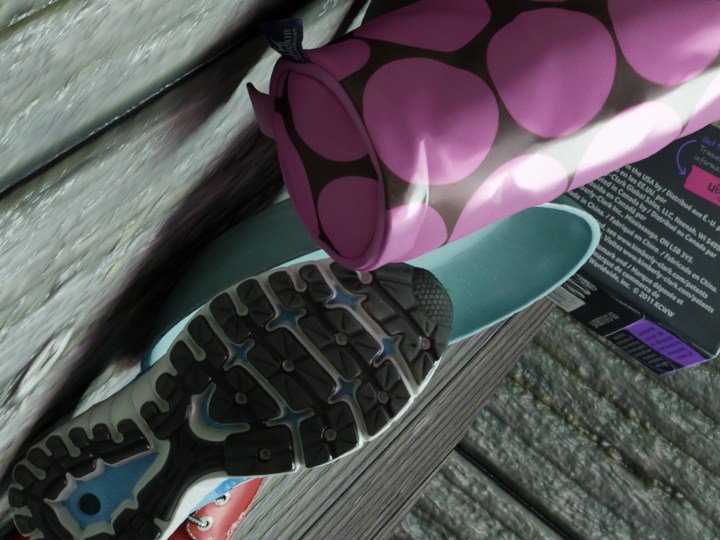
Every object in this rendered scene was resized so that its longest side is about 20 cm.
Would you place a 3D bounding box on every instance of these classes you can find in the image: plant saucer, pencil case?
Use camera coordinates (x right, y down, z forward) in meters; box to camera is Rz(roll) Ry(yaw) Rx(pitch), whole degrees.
[{"bbox_3d":[0.000,0.000,1.112,0.199,0.036,0.200,-17,162,-5],"label":"plant saucer"},{"bbox_3d":[0.062,-0.075,0.962,0.200,0.094,0.091,-21,116,-23],"label":"pencil case"}]

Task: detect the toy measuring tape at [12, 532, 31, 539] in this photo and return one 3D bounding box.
[{"bbox_3d":[-0.134,0.150,1.193,0.074,0.074,0.200,-48,179,-32],"label":"toy measuring tape"}]

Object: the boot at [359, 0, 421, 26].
[{"bbox_3d":[0.077,-0.148,1.103,0.187,0.064,0.200,-58,176,27],"label":"boot"}]

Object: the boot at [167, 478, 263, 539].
[{"bbox_3d":[-0.078,0.089,1.236,0.200,0.072,0.144,-58,176,-26],"label":"boot"}]

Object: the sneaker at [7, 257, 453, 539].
[{"bbox_3d":[-0.049,0.047,1.065,0.200,0.079,0.090,-29,-175,22],"label":"sneaker"}]

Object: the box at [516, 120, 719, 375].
[{"bbox_3d":[0.160,-0.065,1.226,0.200,0.106,0.122,-56,-178,-8],"label":"box"}]
